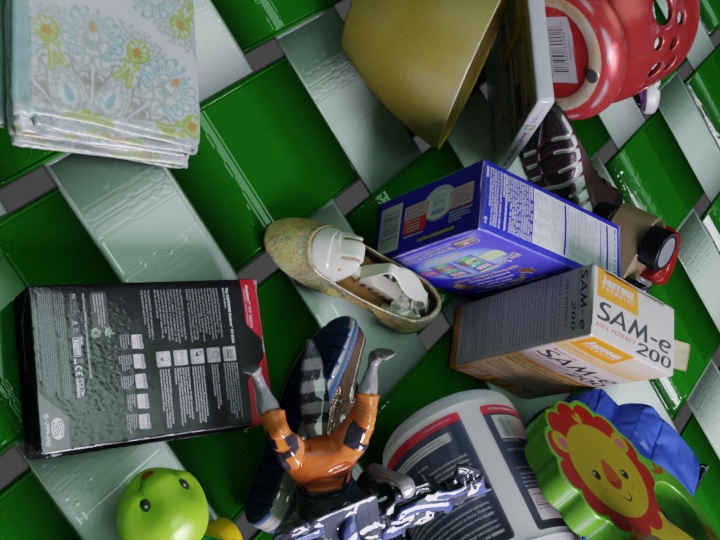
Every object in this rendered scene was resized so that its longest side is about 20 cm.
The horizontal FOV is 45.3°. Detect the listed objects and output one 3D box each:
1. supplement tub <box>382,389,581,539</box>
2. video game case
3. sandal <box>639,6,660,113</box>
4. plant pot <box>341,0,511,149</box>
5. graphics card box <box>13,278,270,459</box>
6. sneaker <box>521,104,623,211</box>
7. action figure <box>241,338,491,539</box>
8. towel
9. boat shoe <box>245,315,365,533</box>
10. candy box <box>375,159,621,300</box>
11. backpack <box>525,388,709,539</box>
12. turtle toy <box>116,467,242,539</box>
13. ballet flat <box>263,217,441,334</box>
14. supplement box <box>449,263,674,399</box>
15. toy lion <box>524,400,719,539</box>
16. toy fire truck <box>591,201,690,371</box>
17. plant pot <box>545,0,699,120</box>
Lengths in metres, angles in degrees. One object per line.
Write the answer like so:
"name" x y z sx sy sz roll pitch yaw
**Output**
"supplement tub" 0.112 0.224 0.769 0.138 0.141 0.202 5 46 -35
"video game case" 0.174 -0.241 0.975 0.021 0.182 0.205 0 75 -6
"sandal" 0.396 -0.327 1.239 0.049 0.083 0.208 -4 77 7
"plant pot" 0.063 -0.250 0.899 0.140 0.201 0.202 27 58 5
"graphics card box" -0.171 0.075 0.698 0.197 0.050 0.129 -2 78 -38
"sneaker" 0.272 -0.118 1.081 0.115 0.075 0.204 -29 105 -44
"action figure" -0.001 0.158 0.696 0.196 0.104 0.198 -9 102 -20
"towel" -0.223 -0.194 0.742 0.169 0.048 0.205 5 74 -39
"boat shoe" -0.036 0.141 0.774 0.072 0.072 0.203 34 68 -29
"candy box" 0.141 -0.026 0.886 0.197 0.168 0.079 21 68 -31
"backpack" 0.227 0.241 0.873 0.167 0.163 0.201 40 47 -5
"turtle toy" -0.130 0.246 0.646 0.144 0.100 0.204 -23 91 -39
"ballet flat" 0.000 0.000 0.838 0.198 0.070 0.072 31 60 -26
"supplement box" 0.201 0.070 0.883 0.124 0.199 0.075 24 64 -28
"toy lion" 0.232 0.202 0.747 0.197 0.069 0.194 17 37 -36
"toy fire truck" 0.331 0.037 1.031 0.199 0.128 0.179 23 96 -54
"plant pot" 0.283 -0.298 1.061 0.181 0.199 0.203 -32 96 -29
